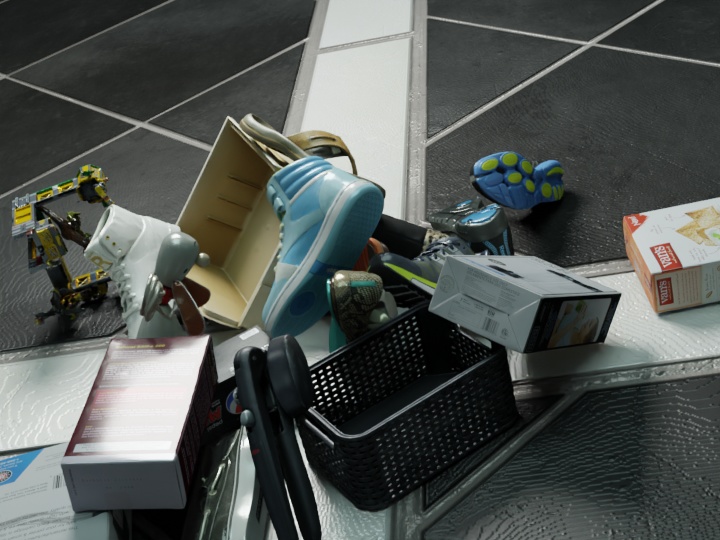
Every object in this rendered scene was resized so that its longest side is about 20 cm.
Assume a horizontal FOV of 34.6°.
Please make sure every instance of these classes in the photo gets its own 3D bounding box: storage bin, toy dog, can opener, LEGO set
[{"bbox_3d":[-0.139,-0.054,1.418,0.093,0.201,0.199,21,14,-31],"label":"storage bin"},{"bbox_3d":[-0.198,0.068,1.287,0.096,0.201,0.132,15,33,-7],"label":"toy dog"},{"bbox_3d":[-0.079,0.163,1.080,0.063,0.201,0.079,0,-17,-31],"label":"can opener"},{"bbox_3d":[-0.358,-0.023,1.470,0.153,0.201,0.116,-13,32,-9],"label":"LEGO set"},{"bbox_3d":[0.043,0.130,1.154,0.199,0.094,0.135,-29,34,-22],"label":"storage bin"}]

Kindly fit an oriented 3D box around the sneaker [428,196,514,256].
[{"bbox_3d":[0.137,-0.039,1.421,0.073,0.082,0.200,-24,12,-3],"label":"sneaker"}]

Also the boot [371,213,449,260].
[{"bbox_3d":[0.025,-0.029,1.423,0.150,0.200,0.074,19,76,-1],"label":"boot"}]

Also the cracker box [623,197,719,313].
[{"bbox_3d":[0.408,-0.027,1.295,0.199,0.058,0.134,-12,30,4],"label":"cracker box"}]

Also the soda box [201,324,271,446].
[{"bbox_3d":[-0.174,0.141,1.243,0.199,0.071,0.063,-27,37,-20],"label":"soda box"}]

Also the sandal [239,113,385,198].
[{"bbox_3d":[-0.053,-0.141,1.340,0.200,0.080,0.054,32,93,22],"label":"sandal"}]

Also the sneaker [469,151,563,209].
[{"bbox_3d":[0.190,-0.109,1.468,0.082,0.071,0.199,-6,0,33],"label":"sneaker"}]

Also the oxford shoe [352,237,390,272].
[{"bbox_3d":[0.000,0.000,1.335,0.073,0.072,0.200,-5,-9,-23],"label":"oxford shoe"}]

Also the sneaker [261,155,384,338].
[{"bbox_3d":[-0.069,-0.033,1.264,0.130,0.079,0.200,39,100,33],"label":"sneaker"}]

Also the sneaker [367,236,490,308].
[{"bbox_3d":[0.079,0.001,1.265,0.074,0.081,0.200,-9,-16,39],"label":"sneaker"}]

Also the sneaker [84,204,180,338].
[{"bbox_3d":[-0.288,0.014,1.406,0.074,0.115,0.201,-37,42,41],"label":"sneaker"}]

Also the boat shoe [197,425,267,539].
[{"bbox_3d":[-0.124,0.212,1.108,0.063,0.071,0.200,-8,33,8],"label":"boat shoe"}]

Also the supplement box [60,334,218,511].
[{"bbox_3d":[-0.208,0.142,1.118,0.108,0.061,0.200,-2,32,6],"label":"supplement box"}]

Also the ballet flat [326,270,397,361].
[{"bbox_3d":[0.002,0.054,1.235,0.075,0.200,0.068,-5,67,-3],"label":"ballet flat"}]

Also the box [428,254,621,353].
[{"bbox_3d":[0.172,0.031,1.182,0.116,0.060,0.200,25,13,33],"label":"box"}]

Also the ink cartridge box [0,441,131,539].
[{"bbox_3d":[-0.294,0.259,1.088,0.144,0.084,0.200,-14,30,-3],"label":"ink cartridge box"}]
